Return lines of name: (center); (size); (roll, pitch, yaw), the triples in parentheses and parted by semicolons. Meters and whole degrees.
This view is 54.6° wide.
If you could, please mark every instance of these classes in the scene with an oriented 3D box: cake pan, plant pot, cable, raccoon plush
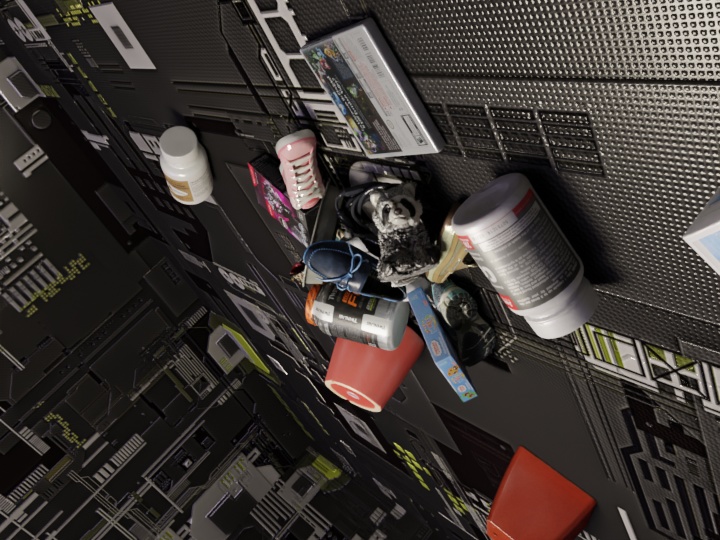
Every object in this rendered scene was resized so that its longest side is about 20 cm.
cake pan: (-0.065, -0.064, 1.284); (0.036, 0.202, 0.201); (14, 158, -1)
plant pot: (0.019, 0.204, 1.563); (0.199, 0.179, 0.201); (24, 160, 9)
cable: (0.051, -0.075, 1.155); (0.199, 0.051, 0.164); (-6, 123, 45)
plant pot: (0.390, 0.557, 1.583); (0.199, 0.176, 0.201); (34, 157, 28)
raccoon plush: (0.049, -0.052, 1.091); (0.200, 0.096, 0.136); (139, 117, -69)

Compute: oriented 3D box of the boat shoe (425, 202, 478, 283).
boat shoe: (0.153, -0.025, 1.092); (0.075, 0.072, 0.200); (26, 158, 8)

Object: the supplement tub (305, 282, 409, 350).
supplement tub: (-0.007, 0.086, 1.453); (0.198, 0.123, 0.123); (12, 148, 19)

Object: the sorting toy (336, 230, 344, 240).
sorting toy: (-0.033, -0.022, 1.499); (0.199, 0.036, 0.186); (37, 158, 21)

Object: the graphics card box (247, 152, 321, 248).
graphics card box: (-0.149, -0.141, 1.437); (0.200, 0.051, 0.126); (41, 155, 29)

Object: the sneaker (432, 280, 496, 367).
sneaker: (0.185, 0.090, 1.267); (0.086, 0.077, 0.201); (50, 169, 50)

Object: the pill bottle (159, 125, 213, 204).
pill bottle: (-0.429, -0.258, 1.708); (0.114, 0.114, 0.200); (40, 159, 14)

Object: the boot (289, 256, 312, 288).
boot: (-0.101, 0.036, 1.654); (0.150, 0.074, 0.199); (39, 159, -20)

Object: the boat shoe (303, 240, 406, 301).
boat shoe: (0.000, 0.000, 1.198); (0.198, 0.085, 0.069); (13, -159, -24)

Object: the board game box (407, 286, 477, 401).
board game box: (0.153, 0.140, 1.293); (0.200, 0.036, 0.152); (55, -168, -53)

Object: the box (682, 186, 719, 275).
box: (0.378, -0.049, 0.545); (0.112, 0.101, 0.200); (44, 160, 2)

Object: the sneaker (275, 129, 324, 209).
sneaker: (-0.100, -0.174, 1.246); (0.200, 0.075, 0.106); (120, 128, -77)

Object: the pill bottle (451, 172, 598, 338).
pill bottle: (0.217, -0.015, 0.908); (0.201, 0.114, 0.114); (52, 159, -16)

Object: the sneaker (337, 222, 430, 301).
sneaker: (0.040, -0.017, 1.292); (0.197, 0.075, 0.116); (12, 118, 6)

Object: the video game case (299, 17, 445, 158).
video game case: (0.015, -0.249, 0.992); (0.201, 0.023, 0.181); (54, 158, -24)
